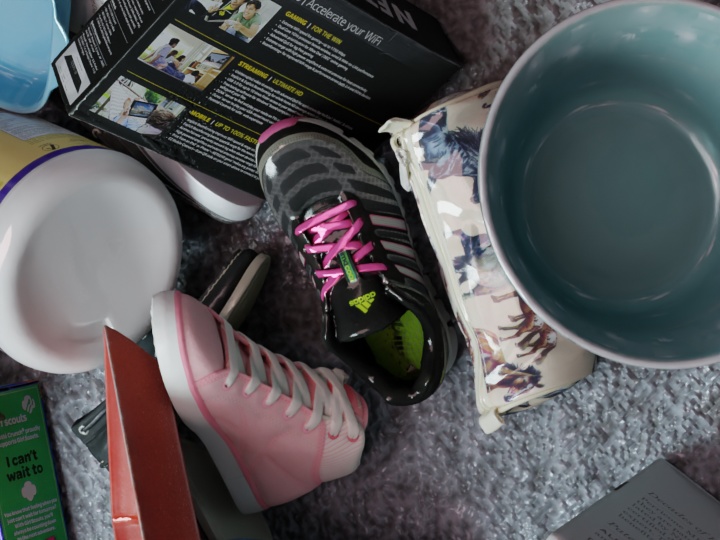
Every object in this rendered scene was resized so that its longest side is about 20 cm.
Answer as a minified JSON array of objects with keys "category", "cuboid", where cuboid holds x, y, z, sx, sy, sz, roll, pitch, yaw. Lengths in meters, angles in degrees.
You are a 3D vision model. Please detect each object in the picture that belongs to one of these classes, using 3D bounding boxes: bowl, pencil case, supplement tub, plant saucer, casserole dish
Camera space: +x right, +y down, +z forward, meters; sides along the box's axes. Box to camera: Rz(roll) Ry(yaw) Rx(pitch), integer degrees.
[{"category":"bowl","cuboid":[0.155,-0.044,0.992,0.200,0.105,0.201,0,86,-6]},{"category":"pencil case","cuboid":[0.078,-0.009,1.067,0.089,0.078,0.200,-17,88,-17]},{"category":"supplement tub","cuboid":[-0.227,-0.029,1.157,0.200,0.145,0.146,23,106,44]},{"category":"plant saucer","cuboid":[-0.123,0.167,1.075,0.200,0.037,0.200,96,162,-45]},{"category":"casserole dish","cuboid":[-0.260,-0.180,1.137,0.200,0.039,0.121,25,131,14]}]

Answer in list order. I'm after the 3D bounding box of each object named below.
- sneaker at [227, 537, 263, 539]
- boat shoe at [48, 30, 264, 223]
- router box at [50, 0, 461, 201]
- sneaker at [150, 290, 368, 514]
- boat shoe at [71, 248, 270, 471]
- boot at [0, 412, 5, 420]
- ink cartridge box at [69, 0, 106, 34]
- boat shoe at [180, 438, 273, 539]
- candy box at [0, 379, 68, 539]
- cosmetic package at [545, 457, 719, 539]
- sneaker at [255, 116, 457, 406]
[{"category":"sneaker","cuboid":[-0.005,0.213,1.096,0.200,0.096,0.079,2,92,-6]},{"category":"boat shoe","cuboid":[-0.141,-0.094,1.182,0.200,0.069,0.057,43,131,17]},{"category":"router box","cuboid":[-0.059,-0.122,1.060,0.149,0.200,0.051,-42,49,23]},{"category":"sneaker","cuboid":[-0.056,0.072,1.103,0.105,0.200,0.075,-17,46,7]},{"category":"boat shoe","cuboid":[-0.131,0.054,1.183,0.066,0.075,0.199,37,120,5]},{"category":"boot","cuboid":[-0.333,0.153,1.208,0.138,0.077,0.200,26,104,19]},{"category":"ink cartridge box","cuboid":[-0.148,-0.213,1.119,0.200,0.084,0.146,29,148,19]},{"category":"boat shoe","cuboid":[-0.085,0.206,1.179,0.062,0.073,0.200,-36,85,21]},{"category":"candy box","cuboid":[-0.299,0.190,1.277,0.169,0.077,0.200,-10,92,28]},{"category":"cosmetic package","cuboid":[0.160,0.233,0.991,0.165,0.200,0.165,38,110,17]},{"category":"sneaker","cuboid":[0.000,0.000,1.070,0.074,0.087,0.200,-24,111,12]}]
